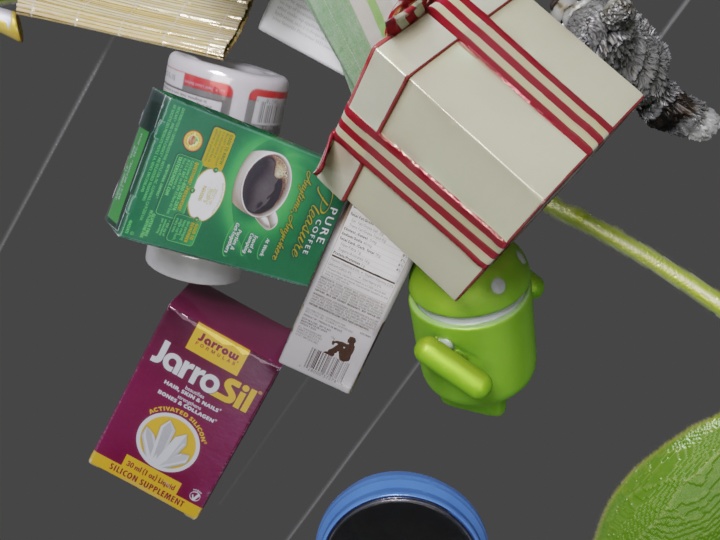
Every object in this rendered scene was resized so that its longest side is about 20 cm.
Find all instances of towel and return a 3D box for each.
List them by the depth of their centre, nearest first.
[{"bbox_3d":[0.049,-0.254,0.698,0.200,0.023,0.153,-38,135,-6],"label":"towel"}]

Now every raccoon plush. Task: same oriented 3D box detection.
[{"bbox_3d":[0.250,-0.180,0.708,0.199,0.134,0.097,20,105,-1],"label":"raccoon plush"}]

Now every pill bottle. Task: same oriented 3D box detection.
[{"bbox_3d":[-0.142,-0.097,0.777,0.113,0.114,0.201,15,106,1],"label":"pill bottle"}]

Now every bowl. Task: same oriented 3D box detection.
[{"bbox_3d":[0.046,0.325,0.915,0.199,0.039,0.202,1,105,4],"label":"bowl"}]

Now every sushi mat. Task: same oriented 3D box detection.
[{"bbox_3d":[-0.206,-0.249,0.759,0.199,0.096,0.012,13,142,2],"label":"sushi mat"}]

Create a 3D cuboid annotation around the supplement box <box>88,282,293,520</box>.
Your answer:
[{"bbox_3d":[-0.171,0.132,0.848,0.130,0.103,0.201,29,105,-3],"label":"supplement box"}]

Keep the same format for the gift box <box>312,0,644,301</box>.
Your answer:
[{"bbox_3d":[0.076,-0.112,0.641,0.187,0.200,0.185,44,142,8],"label":"gift box"}]

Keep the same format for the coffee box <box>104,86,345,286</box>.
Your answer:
[{"bbox_3d":[-0.108,-0.066,0.712,0.199,0.044,0.124,15,103,-39],"label":"coffee box"}]

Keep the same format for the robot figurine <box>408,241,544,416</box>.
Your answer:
[{"bbox_3d":[0.107,0.046,0.778,0.115,0.176,0.201,12,130,30],"label":"robot figurine"}]

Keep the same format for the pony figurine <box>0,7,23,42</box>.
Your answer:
[{"bbox_3d":[-0.427,-0.290,0.743,0.199,0.167,0.194,-7,113,-9],"label":"pony figurine"}]

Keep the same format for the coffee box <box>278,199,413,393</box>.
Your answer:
[{"bbox_3d":[0.000,0.000,0.792,0.079,0.113,0.201,24,105,-2],"label":"coffee box"}]

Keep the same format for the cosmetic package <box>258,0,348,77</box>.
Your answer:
[{"bbox_3d":[-0.002,-0.287,0.734,0.101,0.071,0.201,28,106,-4],"label":"cosmetic package"}]
